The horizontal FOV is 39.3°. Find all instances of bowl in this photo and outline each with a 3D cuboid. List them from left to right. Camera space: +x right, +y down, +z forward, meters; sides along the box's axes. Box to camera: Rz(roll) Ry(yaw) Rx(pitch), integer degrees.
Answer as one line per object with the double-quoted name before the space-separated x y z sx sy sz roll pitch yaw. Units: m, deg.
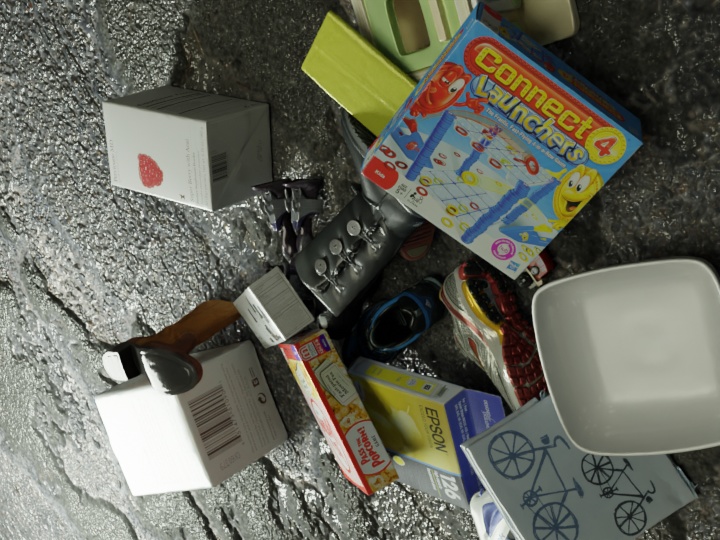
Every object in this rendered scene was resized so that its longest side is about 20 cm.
"bowl" 0.290 0.083 1.033 0.199 0.075 0.201 -12 99 30

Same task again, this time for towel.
"towel" 0.028 -0.181 1.061 0.200 0.018 0.086 41 135 6

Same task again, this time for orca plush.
"orca plush" 0.000 0.000 1.233 0.201 0.105 0.071 -62 32 8

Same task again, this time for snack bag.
"snack bag" 0.239 0.218 1.100 0.189 0.199 0.021 57 174 6

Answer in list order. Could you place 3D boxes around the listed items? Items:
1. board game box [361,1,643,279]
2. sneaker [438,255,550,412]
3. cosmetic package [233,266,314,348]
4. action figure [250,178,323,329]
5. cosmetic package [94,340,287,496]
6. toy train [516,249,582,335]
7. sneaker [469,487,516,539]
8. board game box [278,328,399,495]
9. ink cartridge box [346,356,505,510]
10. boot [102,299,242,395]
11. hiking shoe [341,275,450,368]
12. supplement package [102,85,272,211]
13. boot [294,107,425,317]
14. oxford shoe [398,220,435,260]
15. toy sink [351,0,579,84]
"board game box" 0.136 -0.121 0.989 0.199 0.056 0.196 33 123 -9
"sneaker" 0.159 0.084 1.168 0.082 0.078 0.201 -34 79 53
"cosmetic package" -0.118 0.052 1.316 0.083 0.051 0.200 56 166 0
"action figure" -0.082 -0.019 1.315 0.130 0.069 0.201 2 105 48
"cosmetic package" -0.250 0.219 1.487 0.199 0.165 0.166 -14 98 41
"toy train" 0.192 -0.007 1.124 0.046 0.034 0.201 -38 81 29
"sneaker" 0.183 0.265 1.179 0.115 0.080 0.201 22 95 57
"board game box" -0.030 0.170 1.256 0.201 0.046 0.151 63 168 -1
"ink cartridge box" 0.092 0.210 1.245 0.199 0.047 0.198 15 136 36
"boot" -0.226 0.101 1.397 0.188 0.200 0.069 -6 106 45
"hiking shoe" 0.027 0.073 1.253 0.075 0.087 0.200 54 132 8
"supplement package" -0.231 -0.167 1.346 0.199 0.120 0.122 15 118 35
"boot" -0.013 -0.068 1.151 0.165 0.065 0.200 59 134 22
"oxford shoe" 0.039 -0.111 1.191 0.074 0.070 0.201 0 102 54
"toy sink" 0.102 -0.272 1.035 0.199 0.112 0.131 -8 103 41
